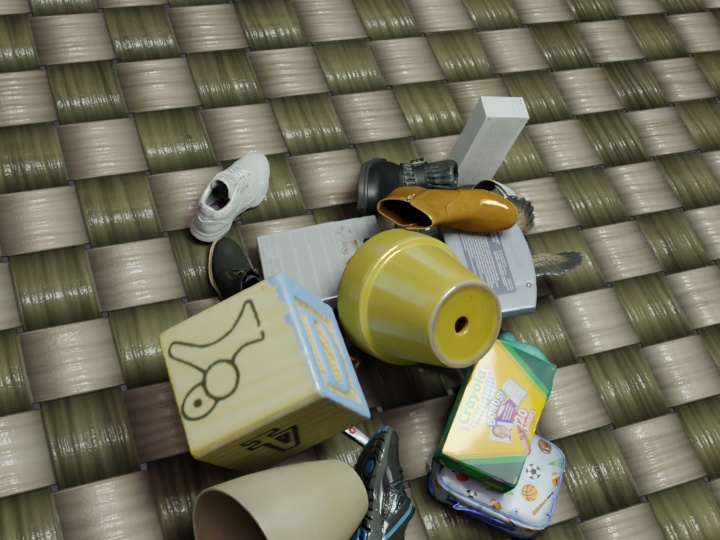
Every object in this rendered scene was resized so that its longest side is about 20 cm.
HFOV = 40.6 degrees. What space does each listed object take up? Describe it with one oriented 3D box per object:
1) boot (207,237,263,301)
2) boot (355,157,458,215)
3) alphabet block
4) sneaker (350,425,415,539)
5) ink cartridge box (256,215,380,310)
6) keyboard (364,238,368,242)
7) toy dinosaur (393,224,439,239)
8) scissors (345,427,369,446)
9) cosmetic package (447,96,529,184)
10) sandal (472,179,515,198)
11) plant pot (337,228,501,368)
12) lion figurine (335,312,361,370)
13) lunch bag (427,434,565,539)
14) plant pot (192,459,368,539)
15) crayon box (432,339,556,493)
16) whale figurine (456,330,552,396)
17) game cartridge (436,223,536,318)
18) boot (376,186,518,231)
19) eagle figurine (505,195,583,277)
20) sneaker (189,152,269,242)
[{"bbox_3d":[-0.181,0.008,1.501,0.077,0.138,0.200,-9,61,-21],"label":"boot"},{"bbox_3d":[0.082,-0.144,1.643,0.158,0.080,0.211,7,24,12],"label":"boot"},{"bbox_3d":[-0.131,0.148,1.350,0.200,0.196,0.196,-26,63,11],"label":"alphabet block"},{"bbox_3d":[0.037,0.328,1.419,0.082,0.073,0.200,20,61,-22],"label":"sneaker"},{"bbox_3d":[-0.057,-0.003,1.557,0.200,0.050,0.162,-10,51,-7],"label":"ink cartridge box"},{"bbox_3d":[0.000,0.000,1.588,0.104,0.040,0.200,-5,43,-21],"label":"keyboard"},{"bbox_3d":[0.138,-0.089,1.717,0.200,0.047,0.088,-1,63,-23],"label":"toy dinosaur"},{"bbox_3d":[-0.020,0.232,1.485,0.200,0.014,0.073,24,55,0],"label":"scissors"},{"bbox_3d":[0.220,-0.228,1.729,0.082,0.200,0.051,-3,61,-19],"label":"cosmetic package"},{"bbox_3d":[0.224,-0.127,1.698,0.079,0.059,0.207,14,15,33],"label":"sandal"},{"bbox_3d":[0.096,0.054,1.418,0.201,0.201,0.189,-21,24,-26],"label":"plant pot"},{"bbox_3d":[-0.032,0.103,1.539,0.122,0.073,0.200,34,41,15],"label":"lion figurine"},{"bbox_3d":[0.201,0.307,1.469,0.200,0.076,0.160,24,61,0],"label":"lunch bag"},{"bbox_3d":[-0.091,0.337,1.315,0.200,0.187,0.187,-23,67,-41],"label":"plant pot"},{"bbox_3d":[0.199,0.210,1.435,0.119,0.058,0.200,24,66,0],"label":"crayon box"},{"bbox_3d":[0.214,0.150,1.550,0.200,0.104,0.159,31,56,1],"label":"whale figurine"},{"bbox_3d":[0.207,-0.013,1.561,0.133,0.041,0.200,-10,61,-4],"label":"game cartridge"},{"bbox_3d":[0.134,-0.085,1.502,0.201,0.071,0.144,13,19,15],"label":"boot"},{"bbox_3d":[0.251,-0.018,1.642,0.152,0.200,0.151,46,8,-24],"label":"eagle figurine"},{"bbox_3d":[-0.205,-0.135,1.606,0.075,0.100,0.200,29,54,5],"label":"sneaker"}]
